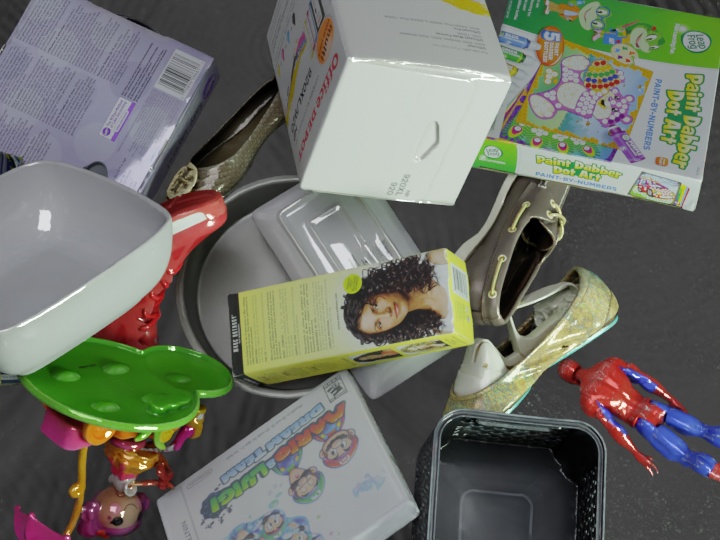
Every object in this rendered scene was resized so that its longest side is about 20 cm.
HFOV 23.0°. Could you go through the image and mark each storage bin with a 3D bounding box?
[{"bbox_3d":[0.110,0.218,1.355,0.134,0.094,0.201,6,70,-5],"label":"storage bin"}]

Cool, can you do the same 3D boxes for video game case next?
[{"bbox_3d":[-0.063,0.190,1.420,0.200,0.024,0.182,-35,36,5],"label":"video game case"}]

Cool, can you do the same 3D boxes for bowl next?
[{"bbox_3d":[-0.262,0.003,1.405,0.199,0.075,0.200,24,48,39],"label":"bowl"}]

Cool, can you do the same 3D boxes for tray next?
[{"bbox_3d":[0.000,0.000,1.506,0.107,0.022,0.200,-32,74,-6],"label":"tray"}]

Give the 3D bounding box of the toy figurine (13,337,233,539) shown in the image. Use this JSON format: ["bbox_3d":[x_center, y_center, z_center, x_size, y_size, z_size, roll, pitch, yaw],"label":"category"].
[{"bbox_3d":[-0.208,0.166,1.449,0.150,0.200,0.185,31,114,34],"label":"toy figurine"}]

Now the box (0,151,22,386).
[{"bbox_3d":[-0.328,0.000,1.518,0.064,0.070,0.201,-4,87,11],"label":"box"}]

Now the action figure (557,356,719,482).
[{"bbox_3d":[0.250,0.129,1.474,0.200,0.052,0.066,33,72,18],"label":"action figure"}]

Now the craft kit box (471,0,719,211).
[{"bbox_3d":[0.208,-0.155,1.532,0.196,0.049,0.201,13,52,5],"label":"craft kit box"}]

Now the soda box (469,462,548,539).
[{"bbox_3d":[0.121,0.260,1.429,0.063,0.071,0.201,-1,72,0],"label":"soda box"}]

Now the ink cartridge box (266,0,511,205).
[{"bbox_3d":[0.018,-0.179,1.479,0.144,0.148,0.201,4,45,-19],"label":"ink cartridge box"}]

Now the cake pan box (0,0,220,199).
[{"bbox_3d":[-0.248,-0.144,1.593,0.184,0.052,0.201,24,76,9],"label":"cake pan box"}]

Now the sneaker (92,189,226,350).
[{"bbox_3d":[-0.176,0.017,1.508,0.199,0.078,0.116,-26,103,25],"label":"sneaker"}]

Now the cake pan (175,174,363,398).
[{"bbox_3d":[-0.060,0.017,1.536,0.199,0.037,0.201,-1,73,4],"label":"cake pan"}]

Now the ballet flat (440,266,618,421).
[{"bbox_3d":[0.129,0.069,1.488,0.200,0.071,0.071,-39,74,-11],"label":"ballet flat"}]

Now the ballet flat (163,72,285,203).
[{"bbox_3d":[-0.104,-0.125,1.567,0.200,0.046,0.067,-44,40,-12],"label":"ballet flat"}]

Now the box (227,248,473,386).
[{"bbox_3d":[-0.010,0.040,1.447,0.199,0.050,0.076,-14,71,21],"label":"box"}]

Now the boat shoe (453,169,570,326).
[{"bbox_3d":[0.138,-0.031,1.497,0.059,0.072,0.200,15,52,33],"label":"boat shoe"}]
